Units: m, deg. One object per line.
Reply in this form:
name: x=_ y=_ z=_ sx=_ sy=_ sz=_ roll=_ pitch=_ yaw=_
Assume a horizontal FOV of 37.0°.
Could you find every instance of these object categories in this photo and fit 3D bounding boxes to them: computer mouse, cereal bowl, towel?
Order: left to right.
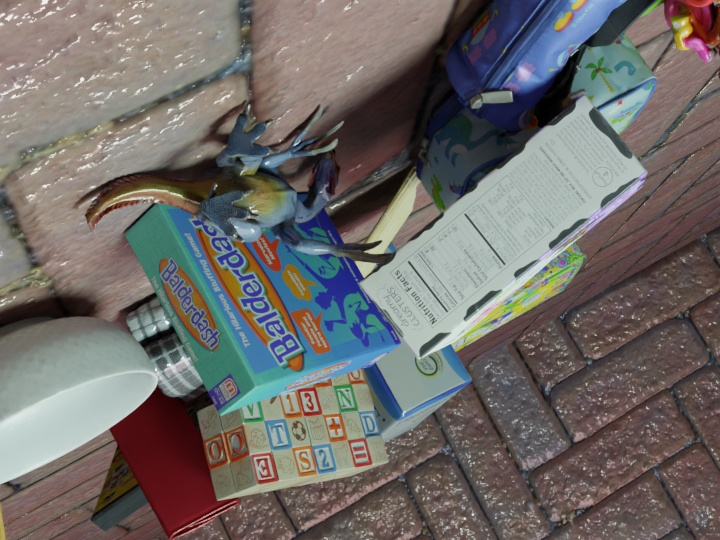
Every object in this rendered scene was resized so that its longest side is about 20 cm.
cereal bowl: x=-0.263 y=0.095 z=0.845 sx=0.199 sy=0.084 sz=0.200 roll=-28 pitch=168 yaw=-7
towel: x=-0.121 y=0.057 z=1.023 sx=0.165 sy=0.086 sz=0.200 roll=-28 pitch=168 yaw=-5
computer mouse: x=0.171 y=-0.182 z=0.764 sx=0.141 sy=0.046 sz=0.200 roll=-62 pitch=-173 yaw=-23

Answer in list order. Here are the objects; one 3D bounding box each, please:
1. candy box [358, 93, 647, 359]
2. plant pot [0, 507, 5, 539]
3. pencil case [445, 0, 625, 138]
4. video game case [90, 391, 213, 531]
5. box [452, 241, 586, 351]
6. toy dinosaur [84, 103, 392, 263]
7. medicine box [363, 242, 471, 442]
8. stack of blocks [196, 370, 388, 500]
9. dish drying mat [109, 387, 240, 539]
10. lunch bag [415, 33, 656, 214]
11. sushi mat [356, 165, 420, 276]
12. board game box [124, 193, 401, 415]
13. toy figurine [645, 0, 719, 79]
candy box: x=0.110 y=-0.028 z=0.795 sx=0.200 sy=0.072 sz=0.168 roll=-40 pitch=172 yaw=11
plant pot: x=-0.414 y=0.264 z=0.954 sx=0.182 sy=0.202 sz=0.200 roll=-7 pitch=159 yaw=-24
pencil case: x=0.127 y=-0.172 z=0.708 sx=0.087 sy=0.078 sz=0.200 roll=-55 pitch=-176 yaw=-38
video game case: x=-0.201 y=0.172 z=1.184 sx=0.199 sy=0.026 sz=0.181 roll=-35 pitch=-156 yaw=22
box: x=0.160 y=0.002 z=1.363 sx=0.192 sy=0.123 sz=0.200 roll=-29 pitch=168 yaw=-4
toy dinosaur: x=-0.073 y=-0.064 z=0.773 sx=0.198 sy=0.106 sz=0.181 roll=4 pitch=177 yaw=1
medicine box: x=0.014 y=0.099 z=1.263 sx=0.102 sy=0.183 sz=0.200 roll=-24 pitch=166 yaw=-25
stack of blocks: x=-0.067 y=0.153 z=1.074 sx=0.058 sy=0.116 sz=0.199 roll=-26 pitch=163 yaw=34
dish drying mat: x=-0.196 y=0.175 z=1.070 sx=0.076 sy=0.200 sz=0.018 roll=-24 pitch=140 yaw=-21
lunch bag: x=0.146 y=-0.123 z=0.939 sx=0.199 sy=0.083 sz=0.161 roll=-28 pitch=166 yaw=-10
sushi mat: x=0.000 y=0.000 z=1.014 sx=0.201 sy=0.012 sz=0.096 roll=-57 pitch=172 yaw=-18
board game box: x=-0.068 y=0.017 z=0.833 sx=0.045 sy=0.153 sz=0.199 roll=-37 pitch=166 yaw=30
toy figurine: x=0.318 y=-0.181 z=0.828 sx=0.150 sy=0.185 sz=0.200 roll=-35 pitch=176 yaw=-28
